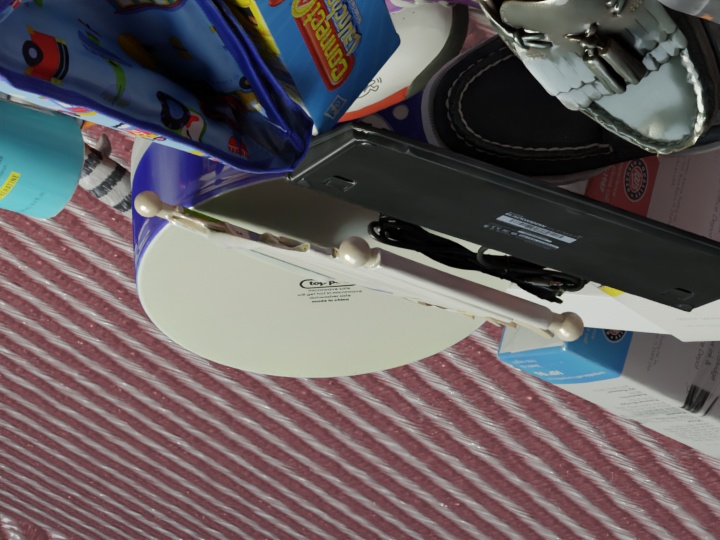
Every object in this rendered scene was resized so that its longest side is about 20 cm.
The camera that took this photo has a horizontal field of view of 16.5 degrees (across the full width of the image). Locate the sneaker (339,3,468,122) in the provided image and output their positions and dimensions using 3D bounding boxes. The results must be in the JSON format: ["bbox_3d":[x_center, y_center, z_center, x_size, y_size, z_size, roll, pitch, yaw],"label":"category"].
[{"bbox_3d":[-0.060,-0.112,1.137,0.201,0.067,0.108,-5,162,26],"label":"sneaker"}]

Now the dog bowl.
[{"bbox_3d":[-0.020,-0.026,1.294,0.199,0.079,0.200,-3,147,-2],"label":"dog bowl"}]

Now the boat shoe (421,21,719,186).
[{"bbox_3d":[0.125,-0.083,1.032,0.199,0.076,0.060,-14,176,-16],"label":"boat shoe"}]

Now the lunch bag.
[{"bbox_3d":[-0.116,-0.098,0.953,0.150,0.094,0.200,27,174,37],"label":"lunch bag"}]

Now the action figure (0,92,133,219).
[{"bbox_3d":[-0.151,-0.091,1.300,0.200,0.105,0.193,1,167,43],"label":"action figure"}]

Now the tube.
[{"bbox_3d":[-0.221,-0.069,1.119,0.200,0.051,0.077,14,142,-37],"label":"tube"}]

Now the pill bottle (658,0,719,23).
[{"bbox_3d":[0.168,-0.128,0.867,0.199,0.106,0.106,17,164,-4],"label":"pill bottle"}]

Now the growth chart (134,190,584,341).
[{"bbox_3d":[0.000,0.000,1.155,0.144,0.018,0.200,19,177,-35],"label":"growth chart"}]

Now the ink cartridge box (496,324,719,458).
[{"bbox_3d":[0.182,0.029,1.344,0.200,0.116,0.068,25,162,-26],"label":"ink cartridge box"}]

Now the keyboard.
[{"bbox_3d":[0.064,-0.020,1.045,0.200,0.021,0.127,18,161,-20],"label":"keyboard"}]

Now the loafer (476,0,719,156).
[{"bbox_3d":[0.062,-0.117,0.920,0.072,0.063,0.200,-33,103,25],"label":"loafer"}]

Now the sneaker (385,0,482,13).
[{"bbox_3d":[0.048,-0.135,1.029,0.200,0.073,0.114,24,166,12],"label":"sneaker"}]

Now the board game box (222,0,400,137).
[{"bbox_3d":[-0.093,-0.160,0.966,0.200,0.056,0.196,34,169,22],"label":"board game box"}]

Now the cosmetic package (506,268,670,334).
[{"bbox_3d":[0.175,-0.011,1.232,0.199,0.083,0.051,5,162,5],"label":"cosmetic package"}]

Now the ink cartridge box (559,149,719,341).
[{"bbox_3d":[0.152,-0.040,1.147,0.067,0.117,0.200,-3,155,45],"label":"ink cartridge box"}]
